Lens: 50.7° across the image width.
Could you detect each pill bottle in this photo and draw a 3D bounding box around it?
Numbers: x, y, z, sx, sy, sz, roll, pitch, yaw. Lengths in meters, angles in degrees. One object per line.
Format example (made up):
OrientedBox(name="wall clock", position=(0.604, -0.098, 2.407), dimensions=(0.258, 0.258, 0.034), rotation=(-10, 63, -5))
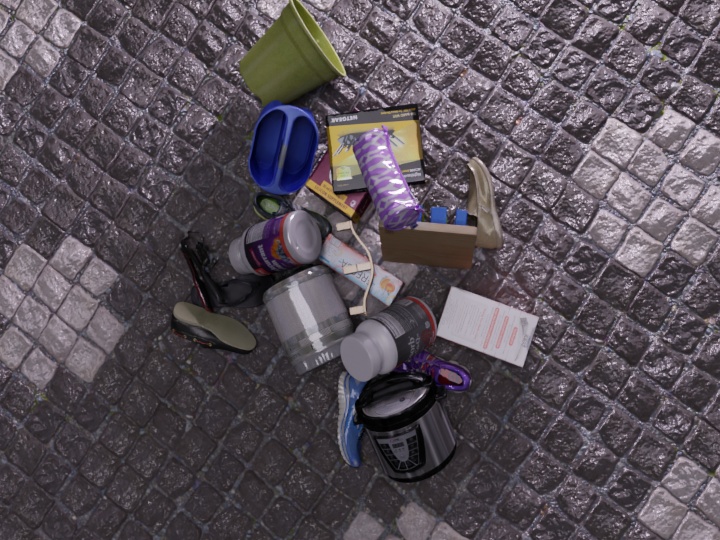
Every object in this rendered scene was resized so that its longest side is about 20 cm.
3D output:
OrientedBox(name="pill bottle", position=(-0.188, -0.052, 1.631), dimensions=(0.197, 0.110, 0.114), rotation=(-15, 84, 37))
OrientedBox(name="pill bottle", position=(0.058, 0.142, 1.564), dimensions=(0.198, 0.116, 0.117), rotation=(-27, 82, -39))

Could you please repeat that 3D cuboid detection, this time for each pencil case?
OrientedBox(name="pencil case", position=(0.051, -0.176, 1.479), dimensions=(0.085, 0.083, 0.203), rotation=(-35, 68, 30))

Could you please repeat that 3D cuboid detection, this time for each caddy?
OrientedBox(name="caddy", position=(-0.165, -0.264, 1.634), dimensions=(0.138, 0.106, 0.204), rotation=(11, 120, -10))

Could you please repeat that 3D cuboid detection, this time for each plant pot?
OrientedBox(name="plant pot", position=(-0.160, -0.454, 1.658), dimensions=(0.182, 0.200, 0.203), rotation=(-34, 83, 15))

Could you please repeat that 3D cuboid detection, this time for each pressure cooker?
OrientedBox(name="pressure cooker", position=(0.088, 0.303, 1.552), dimensions=(0.174, 0.177, 0.204), rotation=(-32, 110, -27))

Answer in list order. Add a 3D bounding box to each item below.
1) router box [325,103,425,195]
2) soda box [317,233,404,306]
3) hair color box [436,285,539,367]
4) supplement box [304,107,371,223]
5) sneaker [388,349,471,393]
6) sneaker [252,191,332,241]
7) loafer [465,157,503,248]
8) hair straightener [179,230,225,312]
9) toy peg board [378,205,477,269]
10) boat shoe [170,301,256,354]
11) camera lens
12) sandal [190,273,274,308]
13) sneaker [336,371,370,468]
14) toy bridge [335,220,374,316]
OrientedBox(name="router box", position=(0.031, -0.250, 1.575), dimensions=(0.195, 0.052, 0.162), rotation=(-7, 87, 4))
OrientedBox(name="soda box", position=(0.000, 0.000, 1.658), dimensions=(0.198, 0.068, 0.064), rotation=(34, 91, 8))
OrientedBox(name="hair color box", position=(0.268, 0.120, 1.622), dimensions=(0.196, 0.064, 0.113), rotation=(20, 88, 9))
OrientedBox(name="supplement box", position=(-0.011, -0.225, 1.656), dimensions=(0.129, 0.103, 0.202), rotation=(33, 90, 8))
OrientedBox(name="sneaker", position=(0.143, 0.208, 1.621), dimensions=(0.195, 0.083, 0.083), rotation=(12, 87, 8))
OrientedBox(name="sneaker", position=(-0.156, -0.118, 1.677), dimensions=(0.196, 0.081, 0.075), rotation=(21, 89, 7))
OrientedBox(name="loafer", position=(0.255, -0.142, 1.634), dimensions=(0.067, 0.076, 0.205), rotation=(-14, 85, -1))
OrientedBox(name="hair straightener", position=(-0.345, -0.010, 1.696), dimensions=(0.076, 0.041, 0.203), rotation=(-32, 66, 11))
OrientedBox(name="toy peg board", position=(0.143, -0.091, 1.593), dimensions=(0.195, 0.200, 0.100), rotation=(5, 71, 7))
OrientedBox(name="boat shoe", position=(-0.328, 0.138, 1.693), dimensions=(0.197, 0.074, 0.064), rotation=(23, 125, -2))
OrientedBox(name="camera lens", position=(-0.107, 0.100, 1.618), dimensions=(0.157, 0.160, 0.204), rotation=(-25, 84, 4))
OrientedBox(name="sandal", position=(-0.286, 0.051, 1.700), dimensions=(0.195, 0.043, 0.078), rotation=(-11, 85, 6))
OrientedBox(name="sneaker", position=(-0.004, 0.321, 1.634), dimensions=(0.087, 0.079, 0.206), rotation=(-1, 86, 9))
OrientedBox(name="toy bridge", position=(-0.004, -0.005, 1.608), dimensions=(0.065, 0.027, 0.205), rotation=(-10, 85, 6))
